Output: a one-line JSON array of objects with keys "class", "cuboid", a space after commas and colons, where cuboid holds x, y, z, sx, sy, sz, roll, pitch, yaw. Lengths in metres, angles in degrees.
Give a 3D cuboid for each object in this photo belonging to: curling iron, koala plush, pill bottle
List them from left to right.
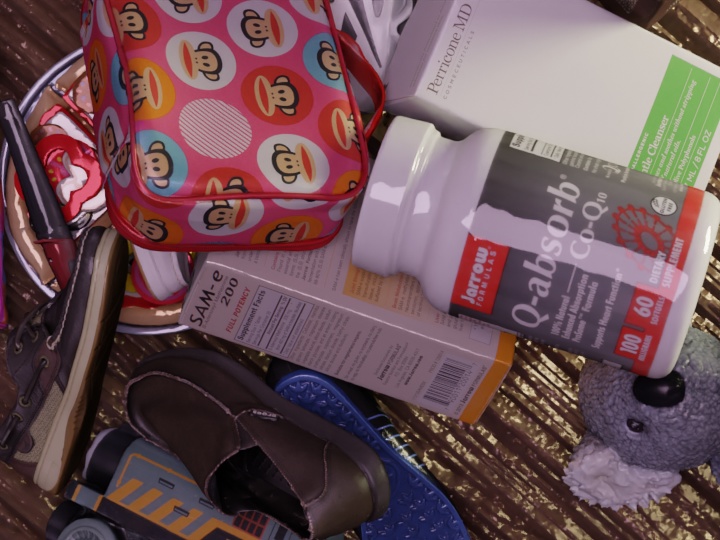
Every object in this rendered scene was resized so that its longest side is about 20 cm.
[{"class": "curling iron", "cuboid": [-0.205, -0.013, 1.514, 0.050, 0.026, 0.200, -9, 105, 14]}, {"class": "pill bottle", "cuboid": [0.103, -0.018, 1.385, 0.200, 0.116, 0.116, 17, 91, 6]}, {"class": "koala plush", "cuboid": [0.227, 0.086, 1.471, 0.200, 0.184, 0.178, 3, 84, 23]}]

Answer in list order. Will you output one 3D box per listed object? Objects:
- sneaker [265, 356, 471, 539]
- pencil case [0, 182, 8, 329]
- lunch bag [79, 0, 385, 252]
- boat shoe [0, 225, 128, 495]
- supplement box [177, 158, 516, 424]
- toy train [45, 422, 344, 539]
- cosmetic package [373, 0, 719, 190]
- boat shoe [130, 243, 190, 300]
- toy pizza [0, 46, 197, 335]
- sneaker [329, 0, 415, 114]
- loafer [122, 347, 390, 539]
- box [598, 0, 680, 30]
[{"class": "sneaker", "cuboid": [0.008, 0.127, 1.511, 0.070, 0.078, 0.200, -32, 110, 10]}, {"class": "pencil case", "cuboid": [-0.270, -0.052, 1.512, 0.088, 0.088, 0.200, -2, 92, 2]}, {"class": "lunch bag", "cuboid": [-0.072, -0.109, 1.410, 0.176, 0.082, 0.200, -1, 61, -19]}, {"class": "boat shoe", "cuboid": [-0.194, 0.055, 1.476, 0.065, 0.073, 0.200, 19, 119, 1]}, {"class": "supplement box", "cuboid": [0.000, 0.000, 1.463, 0.200, 0.074, 0.126, 20, 50, -6]}, {"class": "toy train", "cuboid": [-0.105, 0.174, 1.489, 0.200, 0.085, 0.114, 23, 86, 26]}, {"class": "cosmetic package", "cuboid": [0.124, -0.111, 1.464, 0.200, 0.085, 0.108, 23, 83, -17]}, {"class": "boat shoe", "cuboid": [-0.119, -0.083, 1.480, 0.069, 0.071, 0.200, -7, 89, 2]}, {"class": "toy pizza", "cuboid": [-0.140, -0.058, 1.532, 0.200, 0.032, 0.200, 0, 90, 3]}, {"class": "sneaker", "cuboid": [-0.006, -0.201, 1.506, 0.088, 0.074, 0.200, 2, 90, 1]}, {"class": "loafer", "cuboid": [-0.077, 0.107, 1.425, 0.200, 0.071, 0.073, 21, 128, 34]}, {"class": "box", "cuboid": [0.182, -0.265, 1.435, 0.164, 0.200, 0.166, -42, 89, 1]}]
